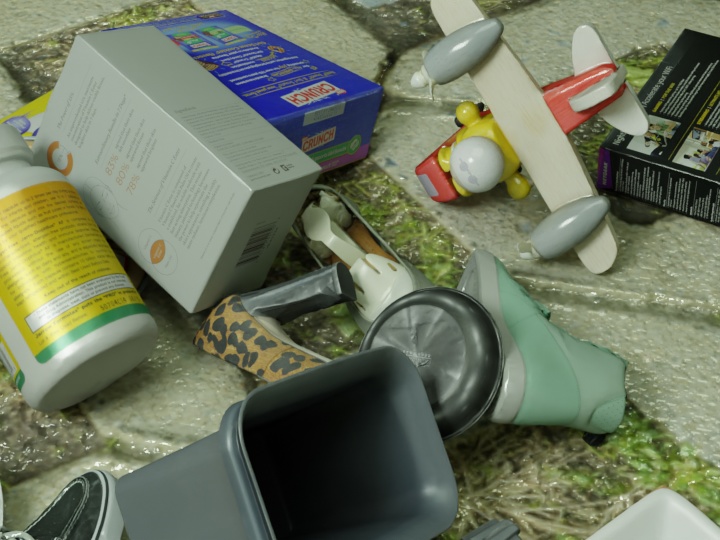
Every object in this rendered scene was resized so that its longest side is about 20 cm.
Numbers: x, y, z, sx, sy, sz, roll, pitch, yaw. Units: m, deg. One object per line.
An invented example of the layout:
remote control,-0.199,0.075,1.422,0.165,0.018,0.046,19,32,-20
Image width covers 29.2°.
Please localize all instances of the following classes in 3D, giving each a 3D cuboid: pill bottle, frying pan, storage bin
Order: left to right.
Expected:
pill bottle,-0.247,-0.006,1.042,0.112,0.113,0.201,-29,77,-23
storage bin,-0.047,0.146,0.873,0.134,0.147,0.199,-22,-5,34
frying pan,0.024,0.095,0.967,0.115,0.031,0.191,33,87,33

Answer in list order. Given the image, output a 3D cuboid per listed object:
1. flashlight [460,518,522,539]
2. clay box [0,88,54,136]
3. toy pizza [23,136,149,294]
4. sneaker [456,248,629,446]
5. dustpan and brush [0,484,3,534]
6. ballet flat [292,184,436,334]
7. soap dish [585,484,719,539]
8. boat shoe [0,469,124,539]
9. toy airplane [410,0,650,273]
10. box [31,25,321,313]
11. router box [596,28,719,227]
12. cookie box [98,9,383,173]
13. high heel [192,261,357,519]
flashlight,0.028,0.235,0.873,0.199,0.068,0.068,-32,35,-20
clay box,-0.266,-0.109,1.243,0.115,0.048,0.200,35,57,29
toy pizza,-0.266,-0.032,1.135,0.198,0.032,0.202,6,59,-10
sneaker,0.136,0.059,1.047,0.117,0.074,0.201,13,28,-15
dustpan and brush,-0.301,0.228,0.914,0.138,0.058,0.201,-18,39,2
ballet flat,0.000,0.000,1.100,0.067,0.064,0.200,-47,48,7
soap dish,0.169,0.242,0.840,0.199,0.082,0.157,-29,50,-24
boat shoe,-0.222,0.202,0.902,0.073,0.068,0.200,-12,39,42
toy airplane,0.129,-0.108,1.111,0.199,0.201,0.141,26,42,25
box,-0.150,-0.084,1.097,0.200,0.125,0.097,41,31,17
router box,0.317,-0.127,1.221,0.148,0.051,0.200,21,50,25
cookie box,-0.110,-0.153,1.221,0.199,0.076,0.171,30,32,28
high heel,-0.062,0.102,1.032,0.141,0.071,0.202,-20,58,24
